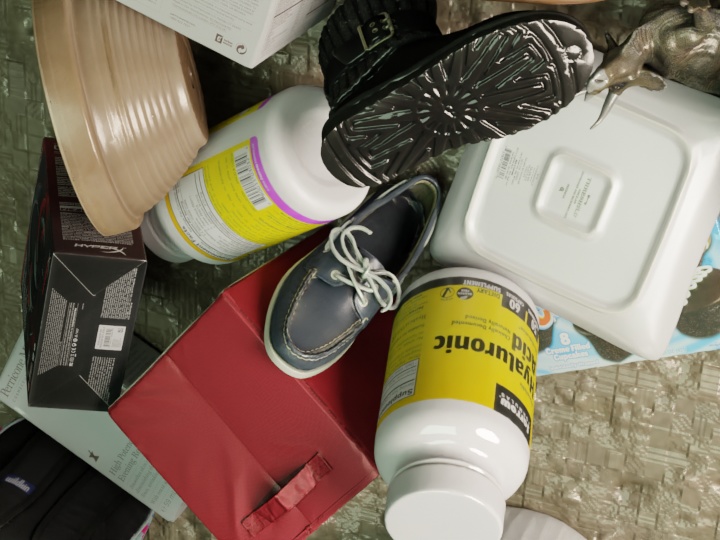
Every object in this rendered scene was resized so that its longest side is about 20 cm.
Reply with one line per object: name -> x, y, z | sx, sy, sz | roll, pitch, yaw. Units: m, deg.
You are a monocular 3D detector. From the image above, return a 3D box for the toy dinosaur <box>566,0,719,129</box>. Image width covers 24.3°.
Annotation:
toy dinosaur -> 0.244, -0.157, 1.149 | 0.200, 0.077, 0.102 | 0, 142, -16

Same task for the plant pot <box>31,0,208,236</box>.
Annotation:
plant pot -> -0.168, -0.132, 1.232 | 0.093, 0.201, 0.201 | -13, 110, 1

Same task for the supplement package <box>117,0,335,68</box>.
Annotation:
supplement package -> -0.081, -0.280, 1.175 | 0.152, 0.151, 0.200 | 28, 122, 10

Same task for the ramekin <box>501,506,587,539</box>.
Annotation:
ramekin -> 0.123, 0.295, 1.396 | 0.200, 0.098, 0.201 | 9, 116, 18

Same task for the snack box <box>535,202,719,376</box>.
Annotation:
snack box -> 0.189, 0.013, 1.269 | 0.200, 0.037, 0.116 | -11, 107, 27

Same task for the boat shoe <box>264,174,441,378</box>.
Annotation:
boat shoe -> 0.000, 0.000, 1.244 | 0.075, 0.200, 0.062 | 47, 142, -4

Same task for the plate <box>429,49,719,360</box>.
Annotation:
plate -> 0.160, -0.057, 1.218 | 0.200, 0.032, 0.200 | 26, 111, 19

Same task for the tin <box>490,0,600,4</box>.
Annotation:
tin -> 0.092, -0.216, 1.155 | 0.200, 0.112, 0.042 | 8, 110, 20

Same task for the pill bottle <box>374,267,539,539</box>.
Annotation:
pill bottle -> 0.069, 0.103, 1.200 | 0.111, 0.200, 0.111 | 5, 137, 5

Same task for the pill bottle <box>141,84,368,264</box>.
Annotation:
pill bottle -> -0.090, -0.066, 1.297 | 0.200, 0.104, 0.104 | -20, 106, 46

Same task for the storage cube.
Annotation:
storage cube -> -0.054, 0.101, 1.324 | 0.180, 0.200, 0.171 | 48, 123, 3

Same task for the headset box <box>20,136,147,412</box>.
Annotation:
headset box -> -0.229, -0.005, 1.357 | 0.075, 0.200, 0.149 | 6, 123, -17

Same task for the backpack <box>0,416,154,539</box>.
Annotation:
backpack -> -0.283, 0.229, 1.475 | 0.177, 0.200, 0.151 | 31, 126, 2

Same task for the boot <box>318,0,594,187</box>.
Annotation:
boot -> 0.059, -0.158, 1.179 | 0.211, 0.158, 0.079 | -20, 126, 18

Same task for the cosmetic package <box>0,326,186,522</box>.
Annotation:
cosmetic package -> -0.213, 0.117, 1.466 | 0.200, 0.074, 0.102 | 33, 122, 3
